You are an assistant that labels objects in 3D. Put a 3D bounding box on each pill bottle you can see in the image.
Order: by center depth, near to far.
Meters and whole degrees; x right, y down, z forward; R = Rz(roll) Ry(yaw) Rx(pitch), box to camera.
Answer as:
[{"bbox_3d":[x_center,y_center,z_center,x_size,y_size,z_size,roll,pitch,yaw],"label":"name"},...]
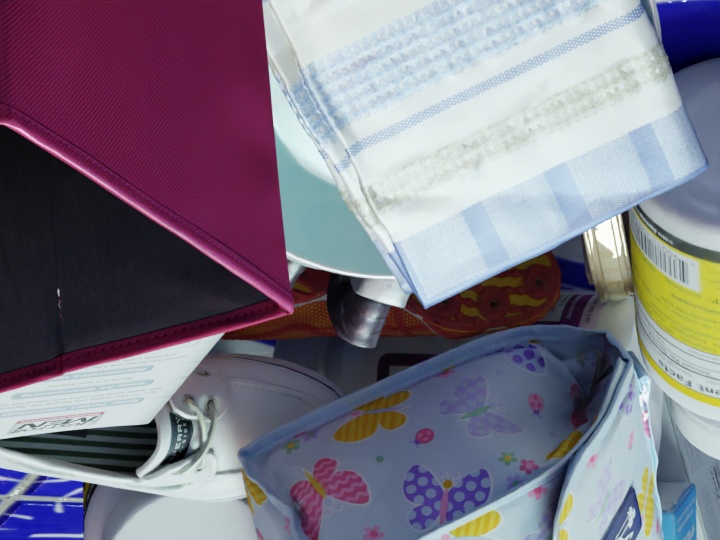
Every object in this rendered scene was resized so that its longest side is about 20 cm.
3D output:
[{"bbox_3d":[0.183,0.003,1.256,0.111,0.112,0.200,-7,141,3],"label":"pill bottle"},{"bbox_3d":[0.056,0.068,1.431,0.199,0.113,0.112,1,161,18],"label":"pill bottle"},{"bbox_3d":[-0.094,0.128,1.435,0.114,0.115,0.200,-4,-165,-5],"label":"pill bottle"}]

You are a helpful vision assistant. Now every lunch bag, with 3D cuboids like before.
[{"bbox_3d":[0.059,0.132,1.300,0.199,0.127,0.170,-25,138,-14],"label":"lunch bag"}]

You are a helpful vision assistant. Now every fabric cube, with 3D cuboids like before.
[{"bbox_3d":[-0.156,-0.082,0.909,0.199,0.200,0.196,-15,157,21],"label":"fabric cube"}]

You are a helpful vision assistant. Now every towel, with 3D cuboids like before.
[{"bbox_3d":[0.045,-0.082,1.060,0.146,0.024,0.200,-26,130,7],"label":"towel"}]

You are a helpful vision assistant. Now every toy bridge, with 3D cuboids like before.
[{"bbox_3d":[0.120,-0.024,1.299,0.027,0.068,0.200,-9,158,8],"label":"toy bridge"}]

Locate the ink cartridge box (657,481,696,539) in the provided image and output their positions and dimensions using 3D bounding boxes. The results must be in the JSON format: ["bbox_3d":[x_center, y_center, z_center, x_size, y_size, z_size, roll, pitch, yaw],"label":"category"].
[{"bbox_3d":[0.126,0.220,1.458,0.115,0.201,0.068,0,-170,17],"label":"ink cartridge box"}]

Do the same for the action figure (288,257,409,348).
[{"bbox_3d":[0.022,-0.061,1.164,0.130,0.070,0.200,24,126,-21],"label":"action figure"}]

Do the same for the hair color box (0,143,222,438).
[{"bbox_3d":[-0.111,0.010,1.094,0.099,0.061,0.200,-5,160,-23],"label":"hair color box"}]

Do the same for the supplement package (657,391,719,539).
[{"bbox_3d":[0.139,0.157,1.538,0.155,0.201,0.111,-15,-176,20],"label":"supplement package"}]

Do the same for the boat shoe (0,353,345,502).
[{"bbox_3d":[-0.098,0.081,1.286,0.199,0.074,0.067,-2,-174,-13],"label":"boat shoe"}]

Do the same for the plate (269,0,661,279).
[{"bbox_3d":[0.024,-0.082,1.086,0.199,0.026,0.201,-6,128,-7],"label":"plate"}]

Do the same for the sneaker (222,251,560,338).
[{"bbox_3d":[0.000,0.000,1.327,0.199,0.073,0.077,2,171,1],"label":"sneaker"}]
